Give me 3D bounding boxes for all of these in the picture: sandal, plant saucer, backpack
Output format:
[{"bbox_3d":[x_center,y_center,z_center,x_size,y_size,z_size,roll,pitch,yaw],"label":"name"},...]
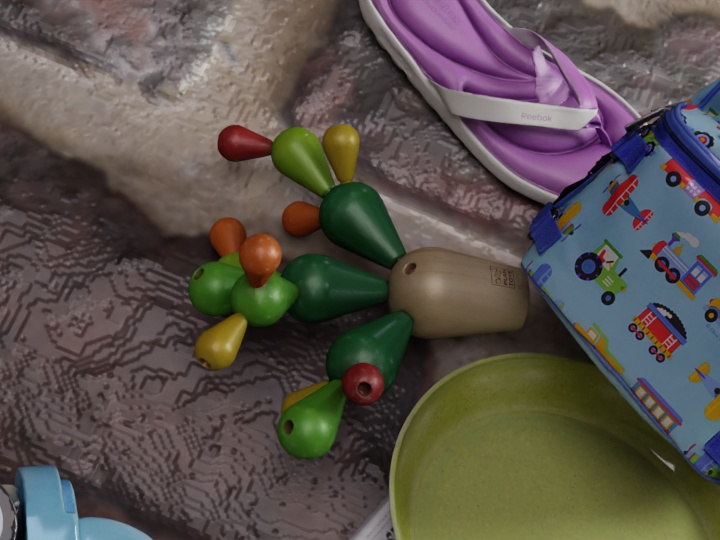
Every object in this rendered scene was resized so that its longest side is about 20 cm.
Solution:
[{"bbox_3d":[0.079,-0.102,0.852,0.203,0.050,0.082,38,71,9],"label":"sandal"},{"bbox_3d":[0.103,0.128,0.746,0.200,0.031,0.200,12,48,-14],"label":"plant saucer"},{"bbox_3d":[0.202,-0.016,0.740,0.200,0.135,0.183,-42,68,18],"label":"backpack"}]

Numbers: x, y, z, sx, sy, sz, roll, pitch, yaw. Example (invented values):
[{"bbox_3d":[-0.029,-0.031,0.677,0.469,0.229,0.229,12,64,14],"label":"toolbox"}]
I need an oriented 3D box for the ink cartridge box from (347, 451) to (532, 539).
[{"bbox_3d":[0.075,0.186,0.750,0.200,0.037,0.095,39,70,12],"label":"ink cartridge box"}]

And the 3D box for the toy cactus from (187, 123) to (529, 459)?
[{"bbox_3d":[0.000,0.000,0.772,0.165,0.102,0.200,4,39,-11],"label":"toy cactus"}]

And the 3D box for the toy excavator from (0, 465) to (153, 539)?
[{"bbox_3d":[-0.099,0.181,0.711,0.200,0.100,0.195,-2,70,-15],"label":"toy excavator"}]
